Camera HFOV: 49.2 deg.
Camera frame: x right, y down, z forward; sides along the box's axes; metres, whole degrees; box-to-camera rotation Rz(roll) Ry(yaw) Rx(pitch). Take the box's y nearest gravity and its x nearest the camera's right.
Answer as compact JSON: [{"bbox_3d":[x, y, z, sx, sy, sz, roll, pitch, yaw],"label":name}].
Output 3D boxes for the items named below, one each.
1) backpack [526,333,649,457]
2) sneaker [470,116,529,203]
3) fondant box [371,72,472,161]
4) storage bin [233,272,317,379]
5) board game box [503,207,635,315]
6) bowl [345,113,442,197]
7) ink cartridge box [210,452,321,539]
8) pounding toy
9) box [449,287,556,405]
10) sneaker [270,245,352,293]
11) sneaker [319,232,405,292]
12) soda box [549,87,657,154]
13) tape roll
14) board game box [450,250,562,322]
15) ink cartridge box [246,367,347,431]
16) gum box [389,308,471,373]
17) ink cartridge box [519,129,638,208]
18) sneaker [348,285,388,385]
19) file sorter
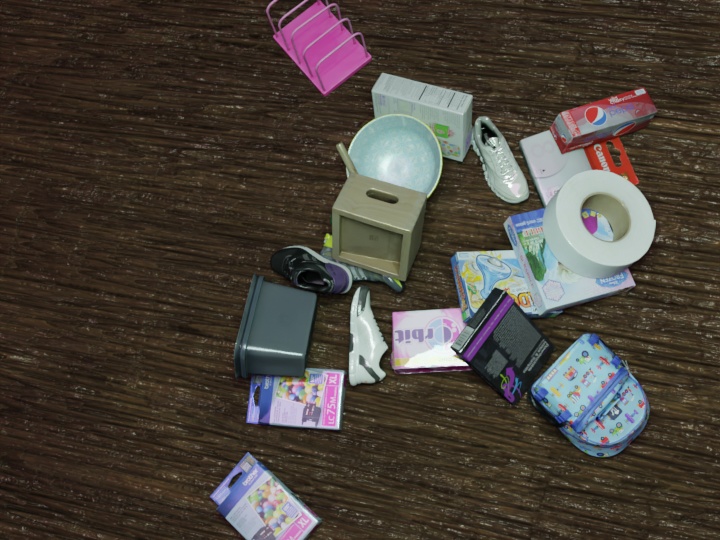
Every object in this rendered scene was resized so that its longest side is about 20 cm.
[{"bbox_3d":[0.431,0.238,1.446,0.183,0.135,0.200,-42,76,-3],"label":"backpack"},{"bbox_3d":[0.284,-0.229,1.623,0.075,0.081,0.200,-27,74,-1],"label":"sneaker"},{"bbox_3d":[0.128,-0.316,1.627,0.200,0.144,0.058,20,62,18],"label":"fondant box"},{"bbox_3d":[-0.164,0.125,1.566,0.134,0.146,0.200,9,51,1],"label":"storage bin"},{"bbox_3d":[0.408,-0.032,1.539,0.200,0.041,0.200,-14,73,-14],"label":"board game box"},{"bbox_3d":[0.079,-0.214,1.627,0.200,0.108,0.201,0,90,14],"label":"bowl"},{"bbox_3d":[-0.189,0.462,1.522,0.200,0.042,0.119,39,83,18],"label":"ink cartridge box"},{"bbox_3d":[0.022,-0.113,1.524,0.200,0.184,0.142,18,55,11],"label":"pounding toy"},{"bbox_3d":[0.271,0.145,1.474,0.143,0.200,0.036,-52,32,-9],"label":"box"},{"bbox_3d":[-0.118,-0.003,1.591,0.200,0.087,0.076,15,105,33],"label":"sneaker"},{"bbox_3d":[0.000,0.000,1.618,0.200,0.074,0.081,28,93,19],"label":"sneaker"},{"bbox_3d":[0.491,-0.304,1.594,0.200,0.070,0.064,-17,72,-11],"label":"soda box"},{"bbox_3d":[0.456,-0.089,1.508,0.202,0.071,0.203,4,68,-10],"label":"tape roll"},{"bbox_3d":[0.284,0.029,1.530,0.199,0.034,0.136,-3,69,-18],"label":"board game box"},{"bbox_3d":[-0.132,0.255,1.578,0.199,0.042,0.120,2,75,11],"label":"ink cartridge box"},{"bbox_3d":[0.155,0.138,1.548,0.199,0.066,0.114,-4,74,8],"label":"gum box"},{"bbox_3d":[0.447,-0.222,1.612,0.200,0.057,0.163,-20,72,8],"label":"ink cartridge box"},{"bbox_3d":[0.016,0.130,1.576,0.080,0.074,0.201,-1,84,4],"label":"sneaker"},{"bbox_3d":[-0.095,-0.521,1.737,0.139,0.125,0.200,-38,73,-3],"label":"file sorter"}]
